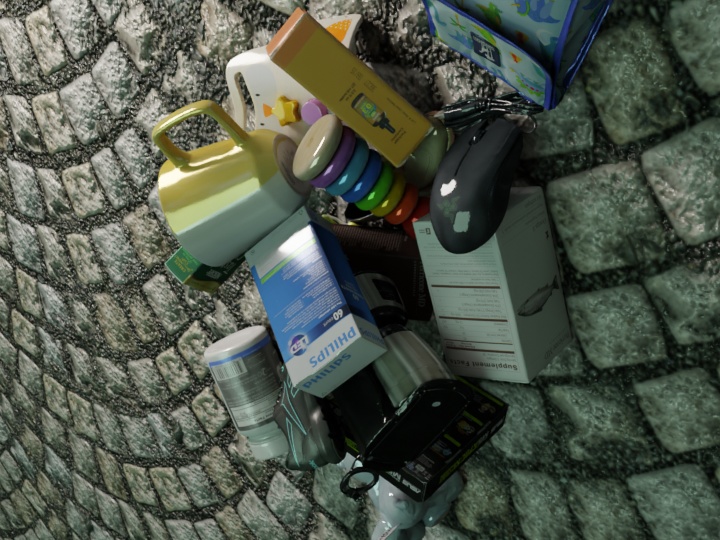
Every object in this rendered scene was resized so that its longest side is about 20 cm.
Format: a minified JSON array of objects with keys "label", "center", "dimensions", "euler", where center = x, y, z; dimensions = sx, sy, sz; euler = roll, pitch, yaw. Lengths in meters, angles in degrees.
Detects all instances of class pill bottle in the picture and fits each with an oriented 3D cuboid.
[{"label":"pill bottle","center":[-0.171,0.204,1.509],"dimensions":[0.113,0.114,0.201],"euler":[-12,104,47]}]

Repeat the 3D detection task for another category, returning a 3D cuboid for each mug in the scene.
[{"label":"mug","center":[-0.153,-0.105,1.110],"dimensions":[0.153,0.186,0.150],"euler":[-22,67,23]}]

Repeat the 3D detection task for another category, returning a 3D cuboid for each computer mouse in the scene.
[{"label":"computer mouse","center":[0.120,-0.116,0.994],"dimensions":[0.138,0.201,0.053],"euler":[-2,154,40]}]

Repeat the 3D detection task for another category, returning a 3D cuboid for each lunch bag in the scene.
[{"label":"lunch bag","center":[0.157,-0.279,0.917],"dimensions":[0.170,0.127,0.200],"euler":[38,147,19]}]

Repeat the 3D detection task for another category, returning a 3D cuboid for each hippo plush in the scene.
[{"label":"hippo plush","center":[0.031,0.319,1.338],"dimensions":[0.161,0.200,0.160],"euler":[44,115,27]}]

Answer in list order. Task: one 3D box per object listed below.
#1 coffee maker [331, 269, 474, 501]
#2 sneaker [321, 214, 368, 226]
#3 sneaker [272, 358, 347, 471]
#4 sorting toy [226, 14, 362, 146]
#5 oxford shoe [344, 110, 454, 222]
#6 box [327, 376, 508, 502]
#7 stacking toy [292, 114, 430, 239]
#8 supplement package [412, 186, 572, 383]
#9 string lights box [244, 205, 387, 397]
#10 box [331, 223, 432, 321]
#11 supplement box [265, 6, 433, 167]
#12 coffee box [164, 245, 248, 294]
[{"label":"coffee maker","center":[0.005,0.128,1.088],"dimensions":[0.200,0.192,0.135],"euler":[54,180,38]},{"label":"sneaker","center":[-0.061,-0.042,1.299],"dimensions":[0.199,0.075,0.077],"euler":[-2,103,30]},{"label":"sneaker","center":[-0.081,0.158,1.160],"dimensions":[0.079,0.075,0.201],"euler":[-24,64,16]},{"label":"sorting toy","center":[-0.083,-0.210,1.157],"dimensions":[0.179,0.107,0.201],"euler":[2,116,21]},{"label":"oxford shoe","center":[0.047,-0.120,1.141],"dimensions":[0.071,0.074,0.200],"euler":[51,137,13]},{"label":"box","center":[0.063,0.192,1.218],"dimensions":[0.199,0.193,0.048],"euler":[29,130,28]},{"label":"stacking toy","center":[0.021,-0.101,1.085],"dimensions":[0.199,0.086,0.085],"euler":[30,144,-24]},{"label":"supplement package","center":[0.159,0.015,1.079],"dimensions":[0.117,0.117,0.201],"euler":[1,114,41]},{"label":"string lights box","center":[-0.056,0.034,1.062],"dimensions":[0.103,0.059,0.201],"euler":[-37,54,17]},{"label":"box","center":[0.000,0.000,1.193],"dimensions":[0.199,0.075,0.101],"euler":[4,122,8]},{"label":"supplement box","center":[-0.012,-0.208,1.038],"dimensions":[0.200,0.069,0.067],"euler":[38,100,-20]},{"label":"coffee box","center":[-0.174,-0.055,1.282],"dimensions":[0.044,0.200,0.123],"euler":[45,180,13]}]
